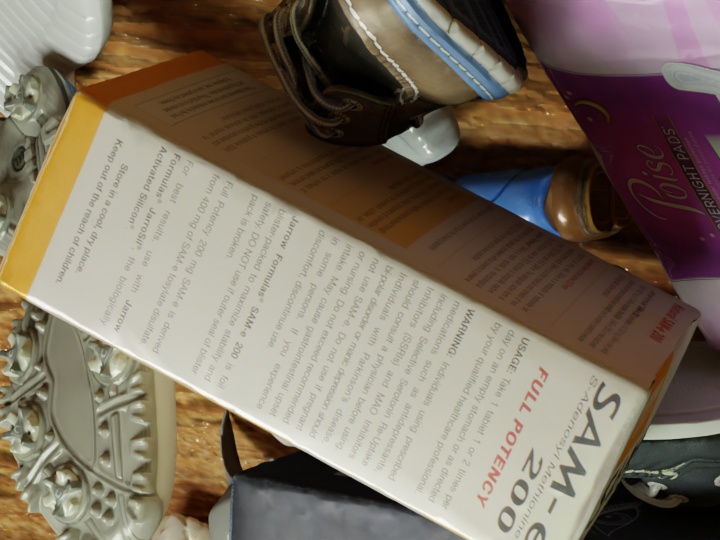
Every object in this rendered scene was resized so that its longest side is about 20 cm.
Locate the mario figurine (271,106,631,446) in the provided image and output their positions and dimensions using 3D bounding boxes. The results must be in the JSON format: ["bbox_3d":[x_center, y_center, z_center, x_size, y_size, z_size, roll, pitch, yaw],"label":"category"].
[{"bbox_3d":[0.000,0.000,1.044,0.199,0.124,0.106,1,159,27],"label":"mario figurine"}]

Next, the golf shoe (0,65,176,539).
[{"bbox_3d":[-0.082,0.017,0.985,0.097,0.201,0.078,21,135,-41],"label":"golf shoe"}]

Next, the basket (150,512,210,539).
[{"bbox_3d":[-0.062,0.260,1.395,0.198,0.200,0.161,25,152,2],"label":"basket"}]

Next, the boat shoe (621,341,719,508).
[{"bbox_3d":[0.128,0.059,0.991,0.199,0.076,0.061,-4,118,-19],"label":"boat shoe"}]

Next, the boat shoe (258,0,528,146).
[{"bbox_3d":[0.009,-0.072,0.874,0.072,0.072,0.200,-27,173,8],"label":"boat shoe"}]

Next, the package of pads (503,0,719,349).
[{"bbox_3d":[0.140,-0.051,0.905,0.120,0.076,0.200,0,141,36],"label":"package of pads"}]

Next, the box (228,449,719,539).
[{"bbox_3d":[0.080,0.130,1.079,0.199,0.196,0.118,9,103,30],"label":"box"}]

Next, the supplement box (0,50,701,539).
[{"bbox_3d":[0.001,0.010,0.874,0.199,0.126,0.074,28,106,9],"label":"supplement box"}]

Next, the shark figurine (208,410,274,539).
[{"bbox_3d":[-0.043,0.100,1.272,0.128,0.090,0.215,-8,159,-11],"label":"shark figurine"}]

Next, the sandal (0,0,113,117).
[{"bbox_3d":[-0.124,-0.111,1.035,0.082,0.050,0.203,43,161,-1],"label":"sandal"}]
